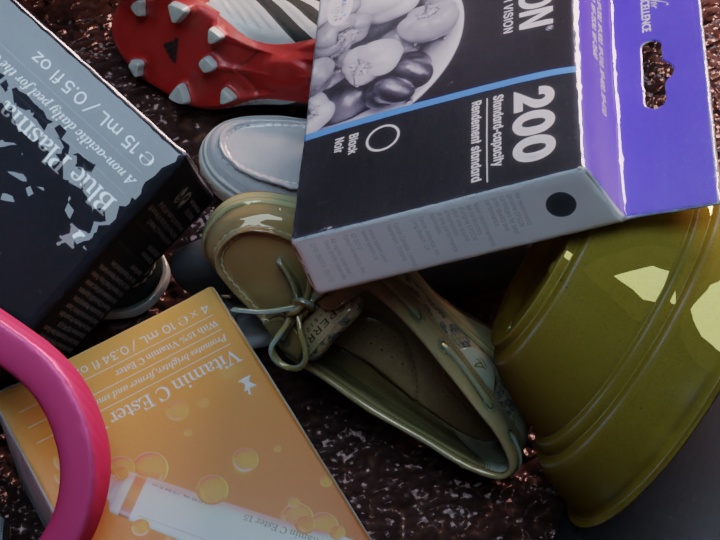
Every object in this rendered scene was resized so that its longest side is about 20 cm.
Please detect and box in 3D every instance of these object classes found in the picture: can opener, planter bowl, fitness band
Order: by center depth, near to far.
[{"bbox_3d":[-0.209,0.073,0.808,0.199,0.037,0.144,31,92,7],"label":"fitness band"},{"bbox_3d":[0.120,0.016,0.866,0.083,0.200,0.201,30,61,-4],"label":"planter bowl"},{"bbox_3d":[0.000,0.000,0.946,0.199,0.067,0.053,-12,63,8],"label":"can opener"}]

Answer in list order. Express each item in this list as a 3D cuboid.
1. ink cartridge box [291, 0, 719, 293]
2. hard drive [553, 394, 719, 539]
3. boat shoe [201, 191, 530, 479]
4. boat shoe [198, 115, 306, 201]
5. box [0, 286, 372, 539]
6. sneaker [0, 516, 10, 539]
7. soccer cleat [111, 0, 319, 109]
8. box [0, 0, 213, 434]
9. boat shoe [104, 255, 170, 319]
[{"bbox_3d":[0.070,-0.091,0.877,0.199,0.044,0.199,-12,43,16],"label":"ink cartridge box"},{"bbox_3d":[0.178,0.116,0.914,0.134,0.042,0.201,22,61,11],"label":"hard drive"},{"bbox_3d":[0.006,0.032,0.903,0.199,0.073,0.063,31,32,-10],"label":"boat shoe"},{"bbox_3d":[0.005,-0.054,0.995,0.199,0.069,0.072,19,61,9],"label":"boat shoe"},{"bbox_3d":[-0.076,0.131,0.867,0.124,0.098,0.200,-27,64,-16],"label":"box"},{"bbox_3d":[-0.212,0.138,0.880,0.077,0.078,0.200,-29,68,-31],"label":"sneaker"},{"bbox_3d":[-0.050,-0.130,1.047,0.199,0.069,0.085,9,22,21],"label":"soccer cleat"},{"bbox_3d":[-0.214,-0.039,0.900,0.197,0.117,0.200,41,86,6],"label":"box"},{"bbox_3d":[-0.195,-0.040,0.987,0.199,0.060,0.076,24,61,13],"label":"boat shoe"}]
